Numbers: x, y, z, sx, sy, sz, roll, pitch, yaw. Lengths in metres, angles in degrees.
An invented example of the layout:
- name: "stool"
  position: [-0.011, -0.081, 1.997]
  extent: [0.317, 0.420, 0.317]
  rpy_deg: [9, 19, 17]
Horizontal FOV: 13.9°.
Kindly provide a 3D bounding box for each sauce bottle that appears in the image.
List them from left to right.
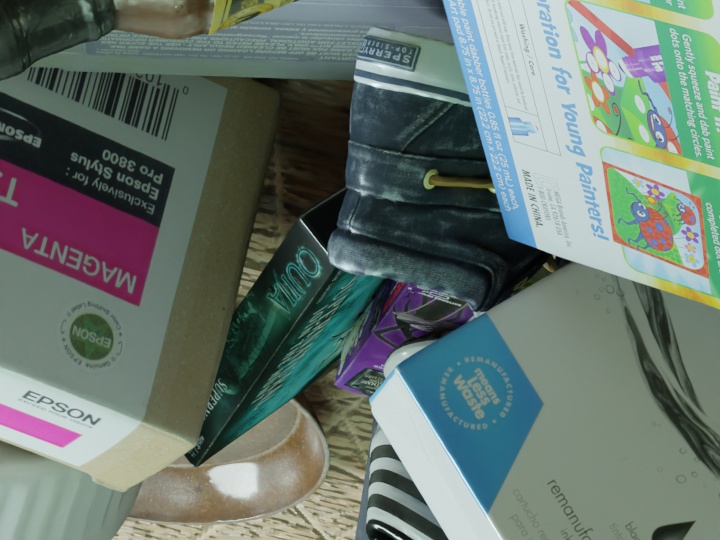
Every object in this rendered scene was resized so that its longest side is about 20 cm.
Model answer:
- name: "sauce bottle"
  position: [-0.041, -0.117, 0.992]
  extent: [0.199, 0.065, 0.065]
  rpy_deg: [-23, 150, -9]

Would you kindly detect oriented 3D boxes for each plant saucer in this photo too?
- name: "plant saucer"
  position: [-0.110, 0.065, 1.442]
  extent: [0.199, 0.035, 0.201]
  rpy_deg: [8, 150, 5]

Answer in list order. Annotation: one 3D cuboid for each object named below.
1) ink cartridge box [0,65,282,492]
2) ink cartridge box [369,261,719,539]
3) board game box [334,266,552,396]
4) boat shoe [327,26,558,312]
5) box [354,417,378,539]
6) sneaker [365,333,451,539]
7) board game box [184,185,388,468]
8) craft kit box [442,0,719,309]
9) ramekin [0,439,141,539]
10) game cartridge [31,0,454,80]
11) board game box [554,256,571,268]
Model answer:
- name: "ink cartridge box"
  position: [-0.145, -0.027, 1.162]
  extent: [0.199, 0.166, 0.075]
  rpy_deg: [23, 153, -22]
- name: "ink cartridge box"
  position: [0.118, 0.041, 1.077]
  extent: [0.199, 0.116, 0.067]
  rpy_deg: [-30, 171, -15]
- name: "board game box"
  position: [0.099, 0.046, 1.180]
  extent: [0.199, 0.032, 0.120]
  rpy_deg: [18, 158, -8]
- name: "boat shoe"
  position: [0.066, -0.030, 1.106]
  extent: [0.199, 0.091, 0.071]
  rpy_deg: [10, -174, -43]
- name: "box"
  position: [0.111, 0.126, 1.407]
  extent: [0.199, 0.107, 0.122]
  rpy_deg: [28, 145, -27]
- name: "sneaker"
  position: [0.096, 0.103, 1.131]
  extent: [0.199, 0.116, 0.076]
  rpy_deg: [12, 154, 3]
- name: "board game box"
  position: [0.000, 0.000, 1.212]
  extent: [0.028, 0.135, 0.200]
  rpy_deg: [51, 149, 9]
- name: "craft kit box"
  position: [0.115, -0.067, 0.931]
  extent: [0.197, 0.049, 0.201]
  rpy_deg: [23, 146, 36]
- name: "ramekin"
  position: [-0.175, 0.034, 1.253]
  extent: [0.199, 0.201, 0.098]
  rpy_deg: [16, 143, -10]
- name: "game cartridge"
  position: [-0.044, -0.105, 1.088]
  extent: [0.199, 0.039, 0.130]
  rpy_deg: [2, 169, -5]
- name: "board game box"
  position: [0.188, 0.042, 1.252]
  extent: [0.134, 0.045, 0.200]
  rpy_deg: [16, 161, 45]
